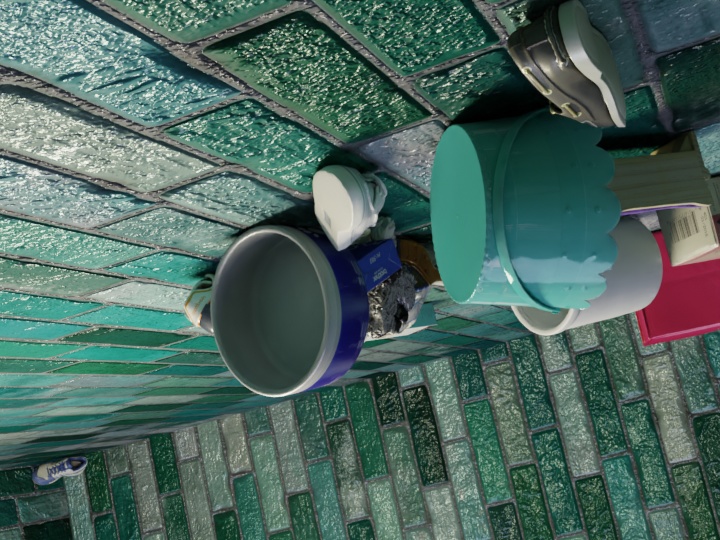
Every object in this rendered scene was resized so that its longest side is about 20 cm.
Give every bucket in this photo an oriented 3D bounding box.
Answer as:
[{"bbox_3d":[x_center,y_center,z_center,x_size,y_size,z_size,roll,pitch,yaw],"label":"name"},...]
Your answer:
[{"bbox_3d":[0.157,-0.059,1.087,0.133,0.210,0.207,-4,168,-14],"label":"bucket"}]

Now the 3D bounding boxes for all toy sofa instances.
[{"bbox_3d":[0.325,-0.105,1.320,0.198,0.099,0.083,-9,168,-28],"label":"toy sofa"}]

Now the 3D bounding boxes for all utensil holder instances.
[{"bbox_3d":[0.357,0.002,1.728,0.198,0.172,0.170,-9,169,-31],"label":"utensil holder"}]

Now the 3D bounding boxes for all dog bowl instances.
[{"bbox_3d":[-0.087,0.046,1.312,0.199,0.203,0.078,-21,169,38],"label":"dog bowl"}]

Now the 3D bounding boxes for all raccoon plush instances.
[{"bbox_3d":[0.000,0.000,1.483,0.133,0.203,0.096,17,-150,31],"label":"raccoon plush"}]

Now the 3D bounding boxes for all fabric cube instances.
[{"bbox_3d":[0.622,0.026,2.085,0.197,0.203,0.196,-14,171,9],"label":"fabric cube"}]

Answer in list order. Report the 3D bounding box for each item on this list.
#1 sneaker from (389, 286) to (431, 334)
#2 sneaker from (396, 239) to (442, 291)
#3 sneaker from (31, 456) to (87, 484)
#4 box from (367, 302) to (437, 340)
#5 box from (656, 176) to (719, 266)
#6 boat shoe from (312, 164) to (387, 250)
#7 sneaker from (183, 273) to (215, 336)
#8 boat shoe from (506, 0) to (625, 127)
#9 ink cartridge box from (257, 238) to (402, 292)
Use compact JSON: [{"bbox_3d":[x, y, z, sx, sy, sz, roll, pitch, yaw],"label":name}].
[{"bbox_3d":[0.066,0.044,1.668,0.074,0.088,0.200,17,-163,11],"label":"sneaker"},{"bbox_3d":[0.077,-0.006,1.598,0.198,0.077,0.088,5,180,-33],"label":"sneaker"},{"bbox_3d":[-1.068,0.700,3.862,0.198,0.076,0.088,-13,160,-40],"label":"sneaker"},{"bbox_3d":[0.054,0.108,2.220,0.198,0.050,0.082,-6,168,-35],"label":"box"},{"bbox_3d":[0.590,-0.085,1.715,0.197,0.111,0.128,-9,168,-21],"label":"box"},{"bbox_3d":[-0.005,-0.074,1.171,0.068,0.072,0.200,-33,166,-10],"label":"boat shoe"},{"bbox_3d":[-0.194,0.042,1.516,0.079,0.079,0.200,30,-177,0],"label":"sneaker"},{"bbox_3d":[0.178,-0.164,0.908,0.060,0.073,0.201,-15,163,22],"label":"boat shoe"},{"bbox_3d":[-0.054,0.006,1.398,0.198,0.045,0.094,-7,-162,40],"label":"ink cartridge box"}]
